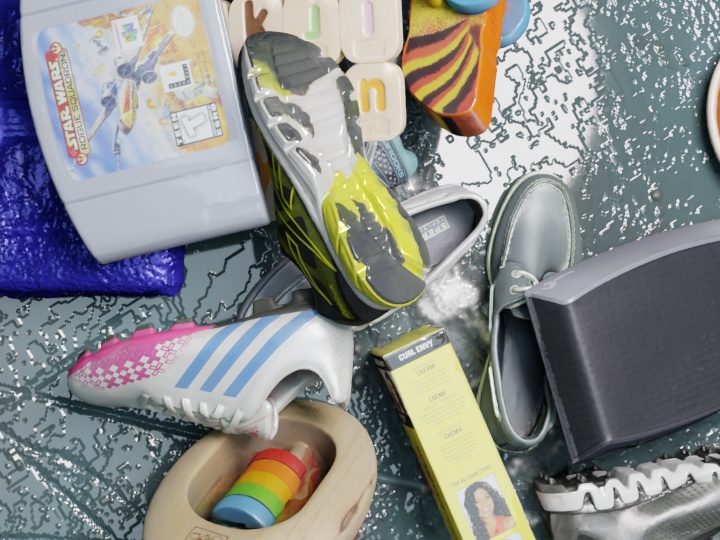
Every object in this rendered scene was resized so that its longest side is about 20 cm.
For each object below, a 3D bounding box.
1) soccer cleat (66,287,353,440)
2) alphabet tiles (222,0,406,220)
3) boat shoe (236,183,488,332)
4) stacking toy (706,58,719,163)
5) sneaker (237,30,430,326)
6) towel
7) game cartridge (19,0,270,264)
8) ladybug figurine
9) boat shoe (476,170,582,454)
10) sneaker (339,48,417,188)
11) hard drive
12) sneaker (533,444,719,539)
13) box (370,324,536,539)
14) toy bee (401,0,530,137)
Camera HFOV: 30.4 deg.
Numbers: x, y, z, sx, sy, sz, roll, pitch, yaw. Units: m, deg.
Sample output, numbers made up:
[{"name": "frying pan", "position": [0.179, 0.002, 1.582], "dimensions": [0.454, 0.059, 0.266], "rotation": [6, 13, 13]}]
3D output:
[{"name": "soccer cleat", "position": [-0.098, 0.074, 0.864], "dimensions": [0.197, 0.070, 0.088], "rotation": [-15, 77, 12]}, {"name": "alphabet tiles", "position": [-0.065, -0.131, 0.876], "dimensions": [0.197, 0.015, 0.199], "rotation": [-1, 99, 22]}, {"name": "boat shoe", "position": [0.000, 0.000, 0.910], "dimensions": [0.199, 0.065, 0.074], "rotation": [-37, 94, -8]}, {"name": "stacking toy", "position": [0.337, -0.119, 0.901], "dimensions": [0.144, 0.200, 0.149], "rotation": [0, 88, -10]}, {"name": "sneaker", "position": [-0.034, -0.054, 0.829], "dimensions": [0.074, 0.085, 0.202], "rotation": [-13, 71, -38]}, {"name": "towel", "position": [-0.188, -0.082, 0.872], "dimensions": [0.145, 0.050, 0.204], "rotation": [-1, 91, 8]}, {"name": "game cartridge", "position": [-0.141, -0.113, 0.833], "dimensions": [0.131, 0.042, 0.203], "rotation": [-13, 91, -3]}, {"name": "ladybug figurine", "position": [-0.062, 0.160, 0.852], "dimensions": [0.134, 0.200, 0.073], "rotation": [12, 122, 24]}, {"name": "boat shoe", "position": [0.123, 0.029, 0.931], "dimensions": [0.072, 0.062, 0.203], "rotation": [10, 86, -7]}, {"name": "sneaker", "position": [-0.008, -0.149, 0.920], "dimensions": [0.085, 0.077, 0.203], "rotation": [-10, 97, -21]}, {"name": "hard drive", "position": [0.215, 0.044, 0.926], "dimensions": [0.198, 0.042, 0.137], "rotation": [-17, 92, -29]}, {"name": "sneaker", "position": [0.223, 0.177, 0.943], "dimensions": [0.197, 0.066, 0.092], "rotation": [-7, 92, -6]}, {"name": "box", "position": [0.071, 0.139, 0.914], "dimensions": [0.050, 0.075, 0.202], "rotation": [-24, 93, -7]}, {"name": "toy bee", "position": [0.064, -0.191, 0.911], "dimensions": [0.107, 0.132, 0.201], "rotation": [11, 55, 28]}]
